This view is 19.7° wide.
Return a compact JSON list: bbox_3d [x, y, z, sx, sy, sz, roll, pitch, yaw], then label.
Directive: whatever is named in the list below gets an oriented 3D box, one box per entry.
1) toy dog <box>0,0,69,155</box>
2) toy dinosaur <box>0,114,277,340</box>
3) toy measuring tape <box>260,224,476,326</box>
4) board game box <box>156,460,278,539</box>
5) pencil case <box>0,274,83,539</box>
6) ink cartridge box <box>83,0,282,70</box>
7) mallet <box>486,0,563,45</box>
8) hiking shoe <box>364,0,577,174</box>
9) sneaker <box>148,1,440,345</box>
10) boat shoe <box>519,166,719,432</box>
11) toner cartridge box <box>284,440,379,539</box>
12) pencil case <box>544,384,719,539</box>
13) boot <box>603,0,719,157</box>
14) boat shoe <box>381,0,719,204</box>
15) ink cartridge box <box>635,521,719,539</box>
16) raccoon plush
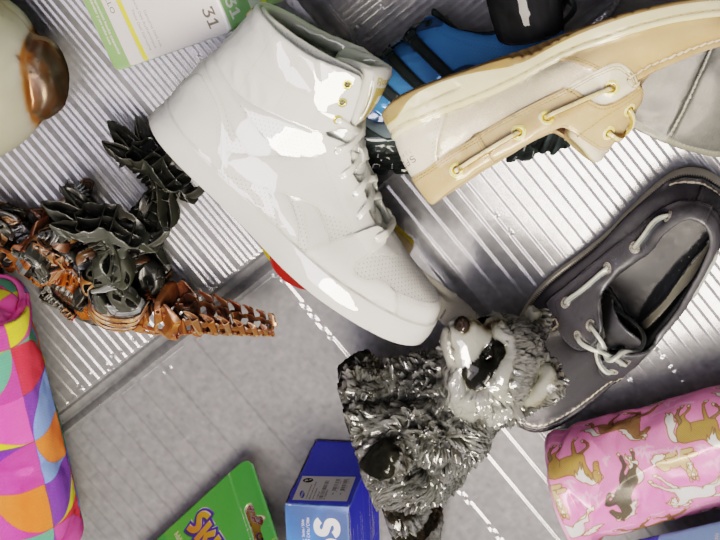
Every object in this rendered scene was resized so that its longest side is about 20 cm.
[{"bbox_3d":[-0.252,-0.148,1.188,0.139,0.194,0.200,-34,134,6],"label":"toy dog"},{"bbox_3d":[-0.146,-0.011,1.270,0.198,0.103,0.136,8,136,-6],"label":"toy dinosaur"},{"bbox_3d":[0.000,0.000,1.253,0.073,0.074,0.200,-38,115,21],"label":"toy measuring tape"},{"bbox_3d":[-0.117,0.217,1.332,0.030,0.096,0.200,21,124,-41],"label":"board game box"},{"bbox_3d":[-0.230,0.095,1.297,0.088,0.089,0.201,-2,121,12],"label":"pencil case"},{"bbox_3d":[-0.090,-0.206,1.162,0.199,0.048,0.146,-12,108,42],"label":"ink cartridge box"},{"bbox_3d":[0.162,-0.159,1.104,0.198,0.041,0.066,-2,114,7],"label":"mallet"},{"bbox_3d":[0.033,-0.106,1.210,0.198,0.074,0.087,-3,79,20],"label":"hiking shoe"},{"bbox_3d":[-0.009,-0.057,1.147,0.200,0.074,0.116,41,110,-6],"label":"sneaker"},{"bbox_3d":[0.146,0.026,1.226,0.072,0.063,0.200,36,114,-6],"label":"boat shoe"},{"bbox_3d":[-0.015,0.218,1.311,0.043,0.095,0.202,2,109,11],"label":"toner cartridge box"},{"bbox_3d":[0.206,0.109,1.233,0.199,0.083,0.087,-17,118,16],"label":"pencil case"},{"bbox_3d":[0.233,-0.152,1.142,0.181,0.073,0.201,25,108,9],"label":"boot"},{"bbox_3d":[0.114,-0.090,1.112,0.199,0.074,0.070,-19,89,5],"label":"boat shoe"},{"bbox_3d":[0.245,0.201,1.210,0.199,0.077,0.136,-21,140,40],"label":"ink cartridge box"},{"bbox_3d":[0.065,0.093,1.253,0.133,0.200,0.097,-17,62,3],"label":"raccoon plush"}]
